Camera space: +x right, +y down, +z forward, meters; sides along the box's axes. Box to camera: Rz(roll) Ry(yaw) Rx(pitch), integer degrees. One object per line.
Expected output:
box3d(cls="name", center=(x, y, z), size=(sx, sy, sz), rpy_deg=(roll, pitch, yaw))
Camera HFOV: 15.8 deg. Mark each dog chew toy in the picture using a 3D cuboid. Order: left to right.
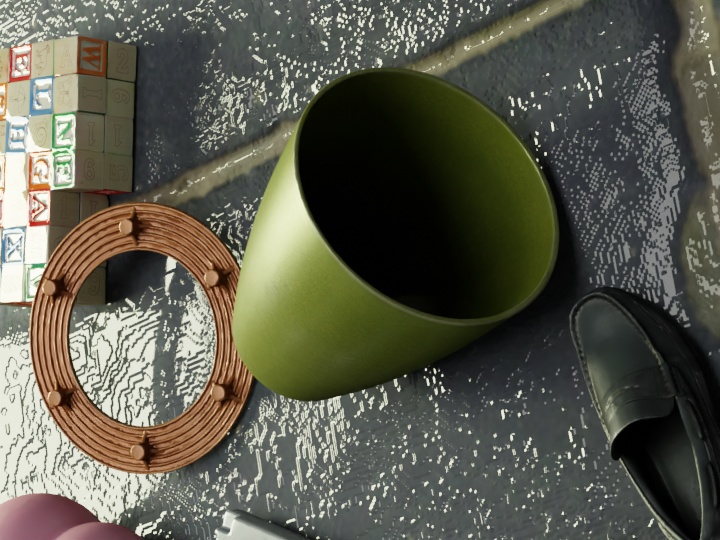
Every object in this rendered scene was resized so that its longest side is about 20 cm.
box3d(cls="dog chew toy", center=(-0.200, 0.234, 1.887), size=(0.200, 0.124, 0.125), rpy_deg=(10, 93, 39))

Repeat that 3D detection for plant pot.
box3d(cls="plant pot", center=(0.000, 0.000, 1.686), size=(0.200, 0.187, 0.187), rpy_deg=(-48, 53, 49))

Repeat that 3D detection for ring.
box3d(cls="ring", center=(-0.164, 0.050, 1.897), size=(0.200, 0.019, 0.201), rpy_deg=(1, 91, 28))

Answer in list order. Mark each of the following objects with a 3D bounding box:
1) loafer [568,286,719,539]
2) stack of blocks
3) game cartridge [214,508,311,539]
box3d(cls="loafer", center=(0.178, 0.089, 1.551), size=(0.068, 0.070, 0.201), rpy_deg=(-48, 54, 30))
box3d(cls="stack of blocks", center=(-0.234, -0.073, 1.993), size=(0.115, 0.059, 0.200), rpy_deg=(-3, 83, 45))
box3d(cls="game cartridge", center=(-0.066, 0.280, 1.802), size=(0.133, 0.041, 0.200), rpy_deg=(19, 99, 48))
